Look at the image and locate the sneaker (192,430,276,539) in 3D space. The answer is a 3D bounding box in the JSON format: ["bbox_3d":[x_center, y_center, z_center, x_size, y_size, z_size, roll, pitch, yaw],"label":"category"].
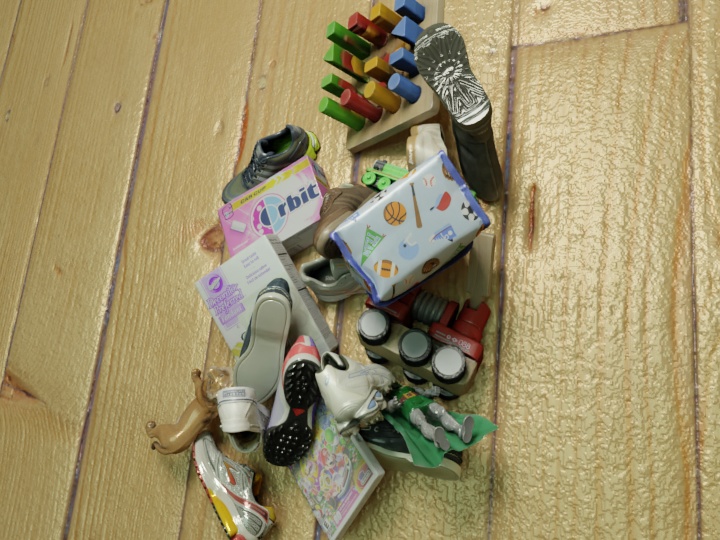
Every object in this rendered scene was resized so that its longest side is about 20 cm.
[{"bbox_3d":[-0.196,0.327,0.884,0.081,0.079,0.200,-28,55,-22],"label":"sneaker"}]

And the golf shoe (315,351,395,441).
[{"bbox_3d":[-0.009,0.140,0.761,0.078,0.200,0.098,-38,88,5],"label":"golf shoe"}]

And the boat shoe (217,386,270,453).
[{"bbox_3d":[-0.165,0.225,0.822,0.069,0.201,0.071,-3,64,-7],"label":"boat shoe"}]

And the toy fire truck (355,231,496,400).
[{"bbox_3d":[0.106,0.046,0.806,0.173,0.129,0.202,24,67,21],"label":"toy fire truck"}]

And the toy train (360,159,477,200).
[{"bbox_3d":[0.089,-0.125,0.889,0.197,0.042,0.057,25,77,26],"label":"toy train"}]

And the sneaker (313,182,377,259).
[{"bbox_3d":[-0.035,-0.079,0.850,0.074,0.200,0.072,28,119,11],"label":"sneaker"}]

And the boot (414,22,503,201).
[{"bbox_3d":[0.144,-0.212,0.796,0.071,0.200,0.186,-23,68,16],"label":"boot"}]

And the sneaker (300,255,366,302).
[{"bbox_3d":[0.000,0.000,0.864,0.196,0.092,0.078,-16,72,18],"label":"sneaker"}]

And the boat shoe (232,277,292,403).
[{"bbox_3d":[-0.138,0.103,0.828,0.073,0.062,0.204,12,120,-3],"label":"boat shoe"}]

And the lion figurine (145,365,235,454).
[{"bbox_3d":[-0.261,0.228,0.901,0.202,0.072,0.122,-56,33,0],"label":"lion figurine"}]

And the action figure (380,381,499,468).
[{"bbox_3d":[0.076,0.183,0.755,0.116,0.199,0.056,-12,99,-20],"label":"action figure"}]

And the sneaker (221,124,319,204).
[{"bbox_3d":[-0.167,-0.183,0.988,0.199,0.081,0.075,-38,65,10],"label":"sneaker"}]

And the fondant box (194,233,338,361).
[{"bbox_3d":[-0.145,0.068,0.892,0.143,0.058,0.203,-31,86,13],"label":"fondant box"}]

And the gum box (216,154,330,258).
[{"bbox_3d":[-0.139,-0.084,0.958,0.197,0.066,0.116,-28,68,15],"label":"gum box"}]

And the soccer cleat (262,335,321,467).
[{"bbox_3d":[-0.093,0.188,0.813,0.067,0.074,0.204,11,117,-9],"label":"soccer cleat"}]

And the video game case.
[{"bbox_3d":[-0.056,0.254,0.817,0.201,0.018,0.145,49,121,36],"label":"video game case"}]

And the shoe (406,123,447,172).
[{"bbox_3d":[0.099,-0.170,0.819,0.052,0.200,0.072,-7,107,11],"label":"shoe"}]

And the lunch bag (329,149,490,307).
[{"bbox_3d":[0.059,-0.041,0.736,0.168,0.200,0.125,-33,90,-2],"label":"lunch bag"}]

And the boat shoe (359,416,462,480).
[{"bbox_3d":[0.052,0.233,0.798,0.196,0.075,0.067,-3,50,37],"label":"boat shoe"}]

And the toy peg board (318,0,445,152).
[{"bbox_3d":[0.023,-0.318,0.886,0.197,0.096,0.205,-12,69,49],"label":"toy peg board"}]
